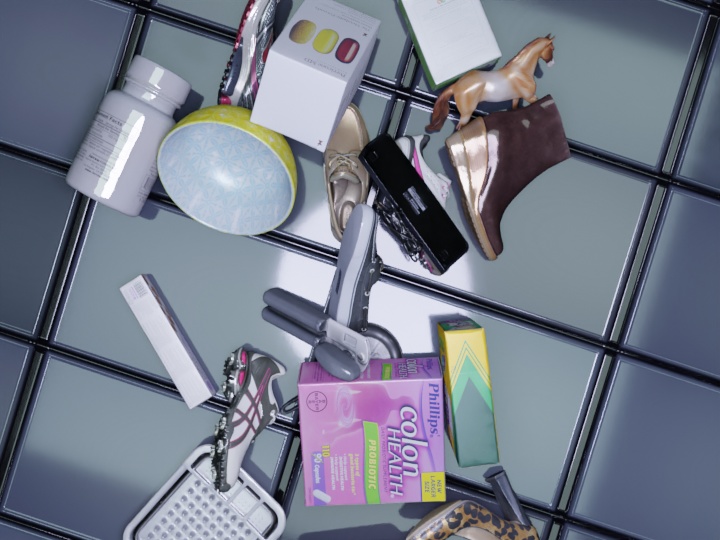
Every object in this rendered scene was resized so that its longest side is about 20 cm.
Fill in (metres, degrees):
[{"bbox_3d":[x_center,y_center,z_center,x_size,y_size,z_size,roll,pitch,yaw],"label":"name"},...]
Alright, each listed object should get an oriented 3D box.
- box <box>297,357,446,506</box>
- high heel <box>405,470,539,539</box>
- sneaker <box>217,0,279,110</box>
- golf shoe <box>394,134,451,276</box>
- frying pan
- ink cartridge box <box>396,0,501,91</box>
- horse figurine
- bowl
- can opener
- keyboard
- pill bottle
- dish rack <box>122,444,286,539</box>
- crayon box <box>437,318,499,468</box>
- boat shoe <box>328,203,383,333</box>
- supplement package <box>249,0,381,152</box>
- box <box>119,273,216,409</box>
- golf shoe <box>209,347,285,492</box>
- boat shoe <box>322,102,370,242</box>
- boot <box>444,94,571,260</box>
[{"bbox_3d":[0.016,0.222,1.514,0.196,0.097,0.179,-2,103,0],"label":"box"},{"bbox_3d":[0.160,0.384,1.517,0.198,0.071,0.144,-24,86,-28],"label":"high heel"},{"bbox_3d":[-0.141,-0.315,1.542,0.074,0.081,0.203,17,99,-14],"label":"sneaker"},{"bbox_3d":[0.093,-0.094,1.539,0.091,0.073,0.203,-21,90,-1],"label":"golf shoe"},{"bbox_3d":[-0.030,0.137,1.567,0.187,0.031,0.117,-8,89,-2],"label":"frying pan"},{"bbox_3d":[0.112,-0.368,1.541,0.102,0.059,0.203,-23,91,0],"label":"ink cartridge box"},{"bbox_3d":[0.184,-0.239,1.526,0.197,0.050,0.134,-13,123,2],"label":"horse figurine"},{"bbox_3d":[-0.171,-0.158,1.512,0.197,0.202,0.109,17,48,1],"label":"bowl"},{"bbox_3d":[-0.066,0.083,1.503,0.199,0.066,0.053,29,121,35],"label":"can opener"},{"bbox_3d":[0.059,-0.083,1.485,0.201,0.040,0.104,54,46,-1],"label":"keyboard"},{"bbox_3d":[-0.317,-0.188,1.521,0.113,0.114,0.202,26,90,0],"label":"pill bottle"},{"bbox_3d":[-0.220,0.365,1.562,0.171,0.044,0.200,43,91,-1],"label":"dish rack"},{"bbox_3d":[0.141,0.159,1.477,0.057,0.200,0.176,-7,90,1],"label":"crayon box"},{"bbox_3d":[0.000,0.000,1.507,0.056,0.069,0.203,4,121,-17],"label":"boat shoe"},{"bbox_3d":[-0.057,-0.268,1.463,0.112,0.201,0.111,22,127,0],"label":"supplement package"},{"bbox_3d":[-0.274,0.100,1.561,0.041,0.039,0.202,-31,90,2],"label":"box"},{"bbox_3d":[-0.157,0.210,1.524,0.087,0.077,0.203,15,71,-17],"label":"golf shoe"},{"bbox_3d":[-0.019,-0.139,1.543,0.071,0.065,0.204,-1,91,1],"label":"boat shoe"},{"bbox_3d":[0.218,-0.127,1.522,0.164,0.072,0.203,-20,110,-2],"label":"boot"}]
